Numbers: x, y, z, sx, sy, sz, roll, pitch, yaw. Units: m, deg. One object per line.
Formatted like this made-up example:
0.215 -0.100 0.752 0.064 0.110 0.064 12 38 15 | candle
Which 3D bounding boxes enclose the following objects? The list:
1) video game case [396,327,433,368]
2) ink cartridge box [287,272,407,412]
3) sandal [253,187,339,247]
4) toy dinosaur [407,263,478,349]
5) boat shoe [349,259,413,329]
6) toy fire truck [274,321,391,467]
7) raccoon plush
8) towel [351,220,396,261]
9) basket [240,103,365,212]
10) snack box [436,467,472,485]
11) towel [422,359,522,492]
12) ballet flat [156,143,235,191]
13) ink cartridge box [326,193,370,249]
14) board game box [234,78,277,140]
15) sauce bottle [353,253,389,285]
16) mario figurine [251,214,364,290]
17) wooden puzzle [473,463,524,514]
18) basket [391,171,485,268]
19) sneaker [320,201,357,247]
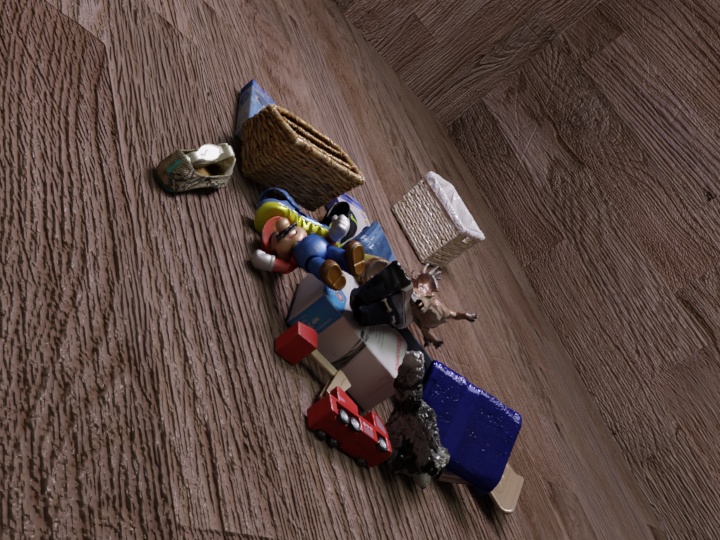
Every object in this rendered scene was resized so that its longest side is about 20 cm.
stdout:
0.079 0.124 1.338 0.144 0.019 0.200 53 -5 -10 | video game case
-0.016 0.098 1.162 0.201 0.085 0.147 52 18 -16 | ink cartridge box
-0.109 -0.080 1.252 0.199 0.079 0.088 39 20 -44 | sandal
0.106 0.052 1.216 0.136 0.086 0.199 50 -14 -10 | toy dinosaur
0.028 0.055 1.121 0.076 0.091 0.201 57 -11 23 | boat shoe
-0.036 0.179 1.033 0.199 0.048 0.143 42 22 -36 | toy fire truck
0.102 0.232 1.117 0.095 0.206 0.133 16 0 26 | raccoon plush
0.050 0.009 1.459 0.204 0.048 0.112 64 29 -14 | towel
-0.100 -0.223 1.314 0.198 0.147 0.147 25 53 -43 | basket
0.157 0.286 1.305 0.070 0.025 0.203 14 40 -19 | snack box
0.169 0.265 1.230 0.197 0.150 0.049 32 -16 -11 | towel
-0.228 -0.159 1.082 0.069 0.075 0.200 53 18 0 | ballet flat
-0.008 -0.079 1.554 0.118 0.041 0.204 25 38 -55 | ink cartridge box
-0.166 -0.262 1.463 0.200 0.043 0.201 44 23 -31 | board game box
0.000 0.000 1.290 0.066 0.066 0.199 47 -9 -20 | sauce bottle
-0.089 -0.041 1.102 0.122 0.109 0.197 3 12 -46 | mario figurine
0.231 0.362 1.407 0.202 0.046 0.185 53 18 8 | wooden puzzle
0.213 -0.136 2.016 0.203 0.159 0.197 61 20 17 | basket
-0.034 -0.096 1.407 0.071 0.084 0.201 30 26 -2 | sneaker
